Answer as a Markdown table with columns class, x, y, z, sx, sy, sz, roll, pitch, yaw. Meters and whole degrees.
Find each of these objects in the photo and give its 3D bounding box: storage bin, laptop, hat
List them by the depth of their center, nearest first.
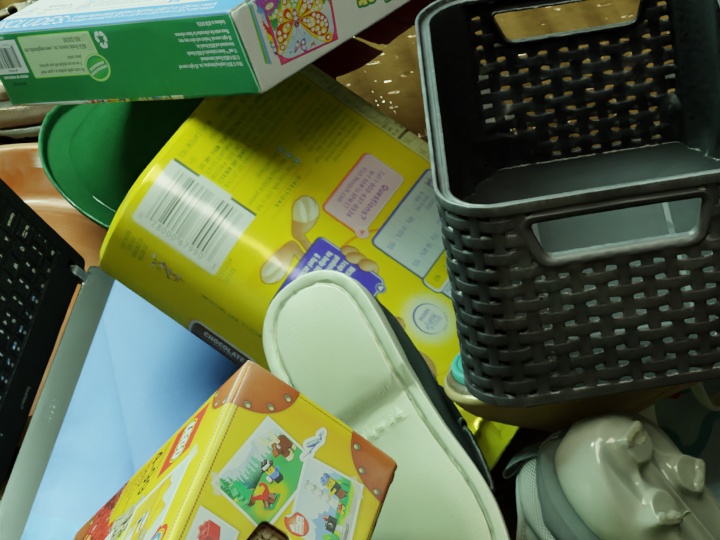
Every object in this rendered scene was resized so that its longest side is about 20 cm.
| class | x | y | z | sx | sy | sz | roll | pitch | yaw |
| --- | --- | --- | --- | --- | --- | --- | --- | --- | --- |
| storage bin | 0.098 | -0.040 | 1.154 | 0.134 | 0.094 | 0.200 | -9 | 28 | 3 |
| laptop | -0.132 | 0.035 | 1.244 | 0.103 | 0.200 | 0.178 | -18 | 40 | 35 |
| hat | -0.051 | -0.125 | 1.370 | 0.199 | 0.177 | 0.166 | -16 | 43 | -36 |

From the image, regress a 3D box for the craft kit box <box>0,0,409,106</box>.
| class | x | y | z | sx | sy | sz | roll | pitch | yaw |
| --- | --- | --- | --- | --- | --- | --- | --- | --- | --- |
| craft kit box | -0.045 | -0.139 | 1.303 | 0.197 | 0.049 | 0.199 | -38 | 24 | -32 |

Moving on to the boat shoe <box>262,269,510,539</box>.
| class | x | y | z | sx | sy | sz | roll | pitch | yaw |
| --- | --- | --- | --- | --- | --- | --- | --- | --- | --- |
| boat shoe | 0.022 | 0.095 | 1.146 | 0.074 | 0.066 | 0.200 | -34 | 66 | 12 |

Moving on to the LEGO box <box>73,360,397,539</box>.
| class | x | y | z | sx | sy | sz | roll | pitch | yaw |
| --- | --- | --- | --- | --- | --- | --- | --- | --- | --- |
| LEGO box | -0.078 | 0.157 | 1.058 | 0.077 | 0.149 | 0.200 | 34 | 43 | -12 |

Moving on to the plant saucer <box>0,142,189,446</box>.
| class | x | y | z | sx | sy | sz | roll | pitch | yaw |
| --- | --- | --- | --- | --- | --- | --- | --- | --- | --- |
| plant saucer | -0.170 | 0.014 | 1.367 | 0.199 | 0.032 | 0.201 | -2 | 44 | 2 |

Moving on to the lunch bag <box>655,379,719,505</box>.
| class | x | y | z | sx | sy | sz | roll | pitch | yaw |
| --- | --- | --- | --- | --- | --- | --- | --- | --- | --- |
| lunch bag | 0.203 | 0.095 | 1.209 | 0.199 | 0.083 | 0.161 | 17 | 45 | 21 |

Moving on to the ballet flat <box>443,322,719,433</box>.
| class | x | y | z | sx | sy | sz | roll | pitch | yaw |
| --- | --- | --- | --- | --- | --- | --- | --- | --- | --- |
| ballet flat | 0.130 | 0.038 | 1.166 | 0.199 | 0.063 | 0.069 | -20 | 27 | -17 |

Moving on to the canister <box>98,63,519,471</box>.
| class | x | y | z | sx | sy | sz | roll | pitch | yaw |
| --- | --- | --- | --- | --- | --- | --- | --- | --- | --- |
| canister | 0.000 | 0.000 | 1.268 | 0.200 | 0.087 | 0.149 | 35 | 53 | 4 |

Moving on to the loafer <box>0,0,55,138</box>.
| class | x | y | z | sx | sy | sz | roll | pitch | yaw |
| --- | --- | --- | --- | --- | --- | --- | --- | --- | --- |
| loafer | -0.189 | -0.109 | 1.475 | 0.199 | 0.063 | 0.072 | -17 | 45 | -12 |

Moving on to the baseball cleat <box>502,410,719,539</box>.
| class | x | y | z | sx | sy | sz | roll | pitch | yaw |
| --- | --- | --- | --- | --- | --- | --- | --- | --- | --- |
| baseball cleat | 0.133 | 0.147 | 1.140 | 0.070 | 0.106 | 0.201 | -36 | 95 | -42 |
